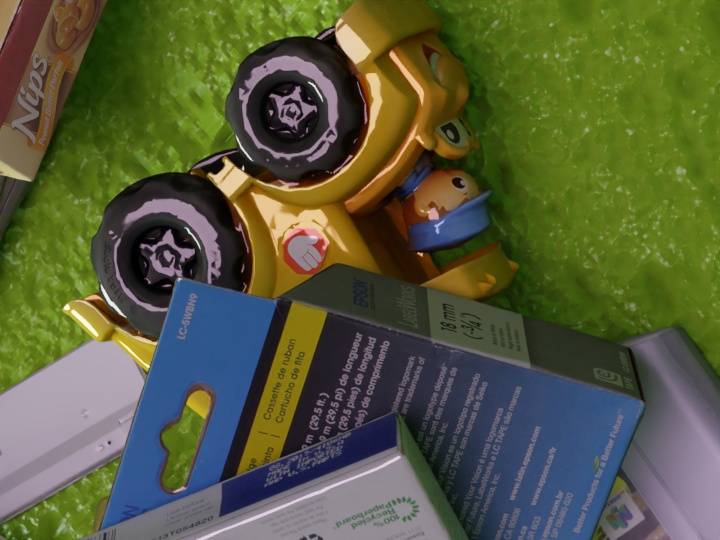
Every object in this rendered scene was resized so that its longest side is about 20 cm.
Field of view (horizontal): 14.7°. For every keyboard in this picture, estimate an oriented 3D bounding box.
[{"bbox_3d":[-0.184,0.096,1.381,0.200,0.011,0.056,-30,78,21],"label":"keyboard"}]

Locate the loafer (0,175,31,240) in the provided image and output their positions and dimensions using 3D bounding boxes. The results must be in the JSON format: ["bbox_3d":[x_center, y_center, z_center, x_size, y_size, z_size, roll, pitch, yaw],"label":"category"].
[{"bbox_3d":[-0.199,-0.043,1.339,0.070,0.070,0.201,18,99,22],"label":"loafer"}]

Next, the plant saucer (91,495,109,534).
[{"bbox_3d":[-0.046,0.212,1.290,0.199,0.048,0.201,1,101,30],"label":"plant saucer"}]

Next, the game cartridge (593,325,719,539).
[{"bbox_3d":[0.091,0.120,1.255,0.200,0.041,0.133,-39,76,20],"label":"game cartridge"}]

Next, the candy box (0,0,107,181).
[{"bbox_3d":[-0.216,-0.119,1.305,0.199,0.055,0.116,14,79,36],"label":"candy box"}]

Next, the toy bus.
[{"bbox_3d":[0.000,0.000,1.233,0.192,0.136,0.200,45,107,6],"label":"toy bus"}]

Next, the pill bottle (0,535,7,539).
[{"bbox_3d":[-0.212,0.229,1.348,0.112,0.112,0.201,6,98,22],"label":"pill bottle"}]

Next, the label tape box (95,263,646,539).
[{"bbox_3d":[0.001,0.078,1.171,0.199,0.063,0.145,16,112,-8],"label":"label tape box"}]

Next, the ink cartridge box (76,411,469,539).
[{"bbox_3d":[-0.031,0.177,1.159,0.199,0.041,0.200,-22,115,10],"label":"ink cartridge box"}]
